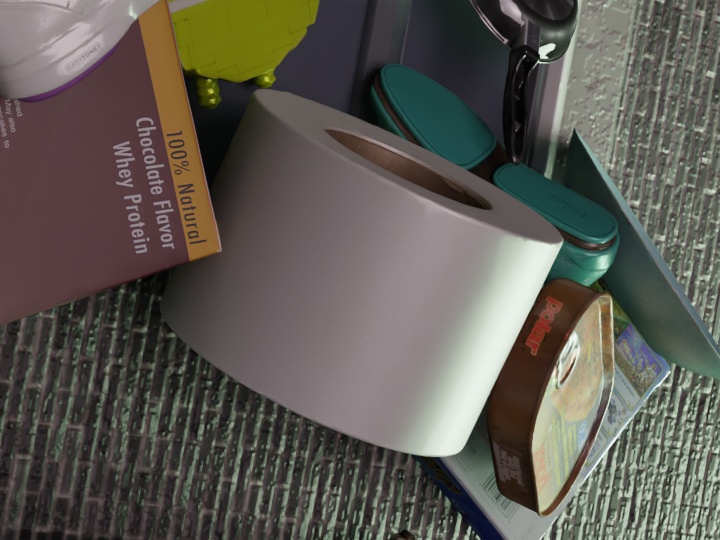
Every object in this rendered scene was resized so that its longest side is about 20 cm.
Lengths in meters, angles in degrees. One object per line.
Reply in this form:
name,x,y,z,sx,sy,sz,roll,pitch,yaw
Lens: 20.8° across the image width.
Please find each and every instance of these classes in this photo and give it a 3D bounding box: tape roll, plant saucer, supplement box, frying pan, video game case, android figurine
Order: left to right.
supplement box,-0.208,-0.081,1.054,0.199,0.132,0.199,-20,106,-31
android figurine,-0.086,-0.198,1.167,0.181,0.041,0.202,-28,119,-37
tape roll,0.000,0.000,1.140,0.201,0.203,0.140,18,102,-34
frying pan,0.095,-0.168,1.269,0.115,0.031,0.191,44,41,-18
video game case,0.101,0.063,1.336,0.181,0.045,0.200,-48,119,-20
plant saucer,0.184,-0.002,1.323,0.039,0.201,0.201,-32,117,9

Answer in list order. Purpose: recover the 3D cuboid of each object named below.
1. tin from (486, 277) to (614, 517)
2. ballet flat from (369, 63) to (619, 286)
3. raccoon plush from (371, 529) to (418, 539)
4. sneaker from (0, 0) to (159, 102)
tin,0.121,0.082,1.240,0.113,0.042,0.201,-62,160,-24
ballet flat,0.074,-0.051,1.257,0.067,0.200,0.071,-33,154,-46
raccoon plush,0.017,0.267,1.278,0.133,0.097,0.202,11,89,-27
sneaker,-0.122,-0.177,0.976,0.200,0.075,0.100,-46,117,-22
